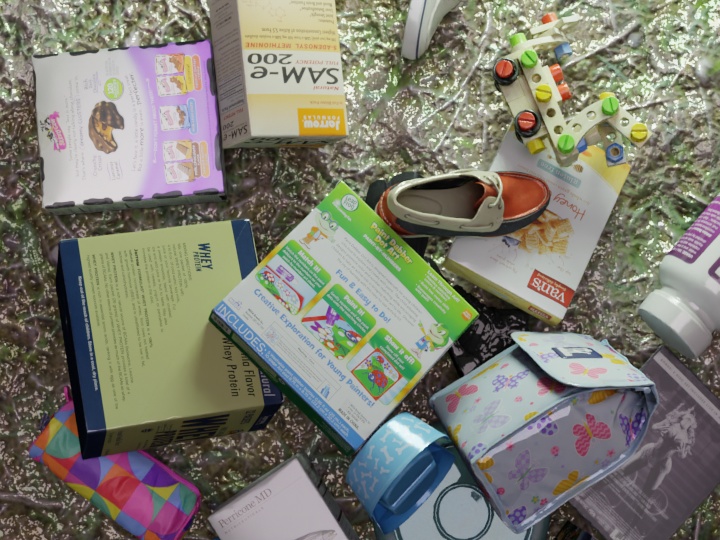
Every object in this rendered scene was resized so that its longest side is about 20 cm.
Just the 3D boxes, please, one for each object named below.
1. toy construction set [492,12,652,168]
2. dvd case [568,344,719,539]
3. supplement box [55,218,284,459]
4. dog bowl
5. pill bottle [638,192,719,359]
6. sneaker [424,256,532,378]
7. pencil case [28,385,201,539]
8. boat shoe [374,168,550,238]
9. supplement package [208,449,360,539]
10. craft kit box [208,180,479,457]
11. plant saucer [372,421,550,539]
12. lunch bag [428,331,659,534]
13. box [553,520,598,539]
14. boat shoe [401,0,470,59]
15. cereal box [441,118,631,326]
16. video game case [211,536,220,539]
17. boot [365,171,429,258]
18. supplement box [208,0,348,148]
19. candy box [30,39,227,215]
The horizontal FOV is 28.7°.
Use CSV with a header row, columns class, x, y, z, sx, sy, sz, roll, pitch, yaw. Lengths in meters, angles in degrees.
class,x,y,z,sx,sy,sz,roll,pitch,yaw
toy construction set,0.218,-0.195,1.513,0.130,0.092,0.202,-22,63,5
dvd case,0.320,0.206,1.550,0.149,0.016,0.200,44,86,1
supplement box,-0.201,0.071,1.451,0.197,0.134,0.203,-8,74,-16
dog bowl,0.039,0.205,1.435,0.049,0.200,0.112,41,82,19
pill bottle,0.395,-0.005,1.521,0.112,0.112,0.200,42,86,2
sneaker,0.141,0.061,1.539,0.103,0.060,0.202,-25,91,-3
pencil case,-0.262,0.217,1.504,0.199,0.088,0.089,38,86,-1
boat shoe,0.113,-0.073,1.466,0.197,0.063,0.072,-6,74,-18
supplement package,-0.057,0.308,1.485,0.116,0.117,0.201,-34,87,-1
craft kit box,-0.016,0.046,1.409,0.200,0.049,0.198,44,71,3
plant saucer,0.111,0.265,1.538,0.197,0.027,0.203,0,86,-1
lunch bag,0.189,0.143,1.439,0.199,0.170,0.128,-31,111,-1
box,0.187,0.362,1.477,0.038,0.137,0.201,36,86,-1
boat shoe,0.099,-0.325,1.560,0.069,0.071,0.202,17,79,3
cereal box,0.193,-0.060,1.534,0.143,0.040,0.202,27,71,-1
video game case,-0.187,0.391,1.492,0.199,0.018,0.144,-35,87,17
boot,0.001,0.000,1.525,0.163,0.065,0.203,-4,70,36
supplement box,-0.090,-0.236,1.520,0.125,0.073,0.203,-4,86,-32
candy box,-0.251,-0.154,1.536,0.197,0.072,0.170,-5,86,-2
